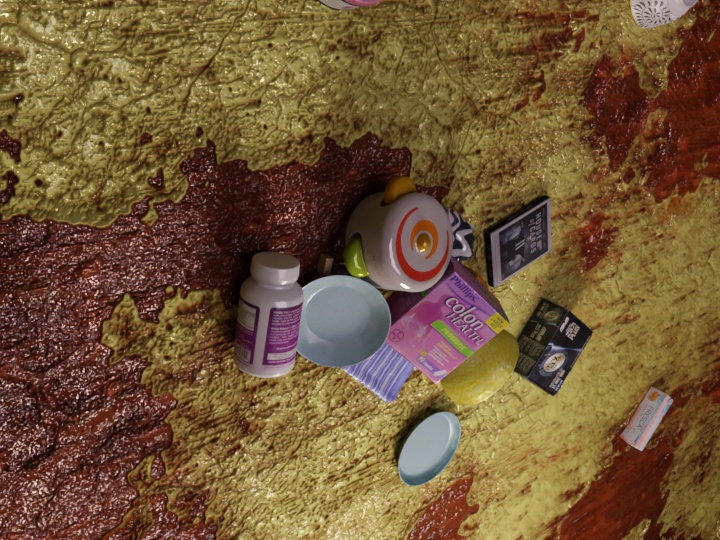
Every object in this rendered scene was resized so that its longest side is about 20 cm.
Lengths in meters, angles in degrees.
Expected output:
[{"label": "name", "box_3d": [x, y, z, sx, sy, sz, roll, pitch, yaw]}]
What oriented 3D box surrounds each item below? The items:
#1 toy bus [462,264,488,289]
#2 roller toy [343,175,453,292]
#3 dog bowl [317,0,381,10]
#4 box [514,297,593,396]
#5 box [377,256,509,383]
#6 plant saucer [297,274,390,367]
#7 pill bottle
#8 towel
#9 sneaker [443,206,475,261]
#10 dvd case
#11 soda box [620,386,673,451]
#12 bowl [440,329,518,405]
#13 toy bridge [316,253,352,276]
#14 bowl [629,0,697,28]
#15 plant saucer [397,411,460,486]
[{"label": "toy bus", "box_3d": [0.195, 0.090, 1.691, 0.200, 0.078, 0.065, -51, 135, -8]}, {"label": "roller toy", "box_3d": [0.078, -0.056, 1.448, 0.182, 0.139, 0.201, 32, 73, -37]}, {"label": "dog bowl", "box_3d": [-0.002, -0.510, 1.222, 0.199, 0.074, 0.201, -20, 124, -33]}, {"label": "box", "box_3d": [0.481, 0.197, 1.987, 0.164, 0.086, 0.201, 34, 88, -44]}, {"label": "box", "box_3d": [0.158, 0.093, 1.544, 0.200, 0.097, 0.176, -41, 116, 15]}, {"label": "plant saucer", "box_3d": [-0.043, 0.090, 1.474, 0.199, 0.039, 0.202, -2, 117, -3]}, {"label": "pill bottle", "box_3d": [-0.158, 0.075, 1.356, 0.112, 0.112, 0.201, -7, 116, -38]}, {"label": "towel", "box_3d": [0.050, 0.188, 1.656, 0.145, 0.024, 0.200, -54, 135, -6]}, {"label": "sneaker", "box_3d": [0.178, -0.023, 1.618, 0.129, 0.079, 0.200, 19, 88, -36]}, {"label": "dvd case", "box_3d": [0.367, -0.068, 1.798, 0.199, 0.025, 0.151, -30, 128, -26]}, {"label": "soda box", "box_3d": [0.932, 0.483, 2.536, 0.068, 0.063, 0.201, 36, 87, -45]}, {"label": "bowl", "box_3d": [0.237, 0.185, 1.717, 0.108, 0.200, 0.200, 42, 82, -23]}, {"label": "toy bridge", "box_3d": [0.000, 0.000, 1.514, 0.199, 0.027, 0.068, -2, 115, -40]}, {"label": "bowl", "box_3d": [0.706, -0.642, 1.750, 0.200, 0.094, 0.202, -19, 122, -34]}, {"label": "plant saucer", "box_3d": [0.160, 0.423, 1.866, 0.199, 0.027, 0.201, -19, 122, -33]}]
